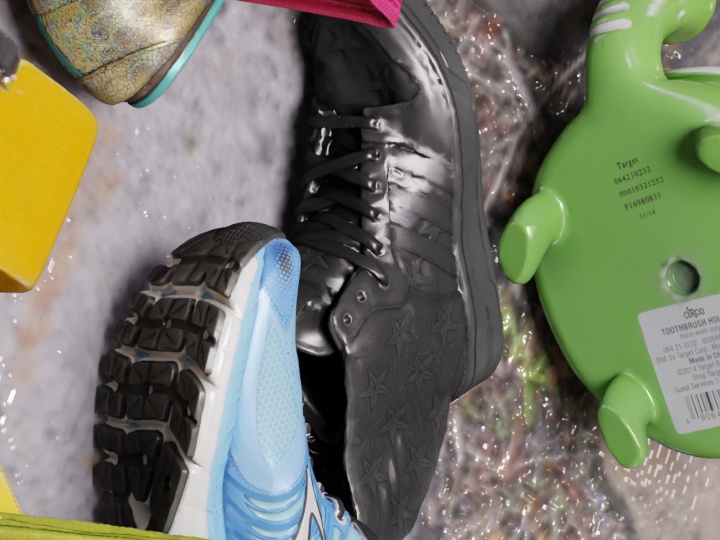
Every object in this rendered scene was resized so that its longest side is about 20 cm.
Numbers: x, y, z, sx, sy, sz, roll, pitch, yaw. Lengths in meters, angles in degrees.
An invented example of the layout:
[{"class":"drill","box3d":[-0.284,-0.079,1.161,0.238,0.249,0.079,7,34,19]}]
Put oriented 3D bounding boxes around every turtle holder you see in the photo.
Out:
[{"class":"turtle holder","box3d":[0.133,-0.022,1.141,0.186,0.141,0.132,47,35,13]}]

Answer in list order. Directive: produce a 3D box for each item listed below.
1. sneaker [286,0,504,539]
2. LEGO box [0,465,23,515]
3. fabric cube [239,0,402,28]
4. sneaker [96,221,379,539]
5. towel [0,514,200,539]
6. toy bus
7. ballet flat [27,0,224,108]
[{"class":"sneaker","box3d":[-0.002,0.000,1.054,0.104,0.060,0.200,-30,114,-41]},{"class":"LEGO box","box3d":[-0.158,0.156,0.911,0.149,0.077,0.200,-36,114,-34]},{"class":"fabric cube","box3d":[-0.075,-0.211,0.856,0.196,0.200,0.199,45,60,-60]},{"class":"sneaker","box3d":[-0.038,0.081,1.009,0.090,0.078,0.200,-1,102,-29]},{"class":"towel","box3d":[-0.051,0.130,0.930,0.200,0.018,0.086,13,83,-41]},{"class":"toy bus","box3d":[-0.171,-0.064,0.890,0.200,0.078,0.065,33,71,-37]},{"class":"ballet flat","box3d":[-0.048,-0.146,1.009,0.071,0.071,0.200,49,61,-31]}]
